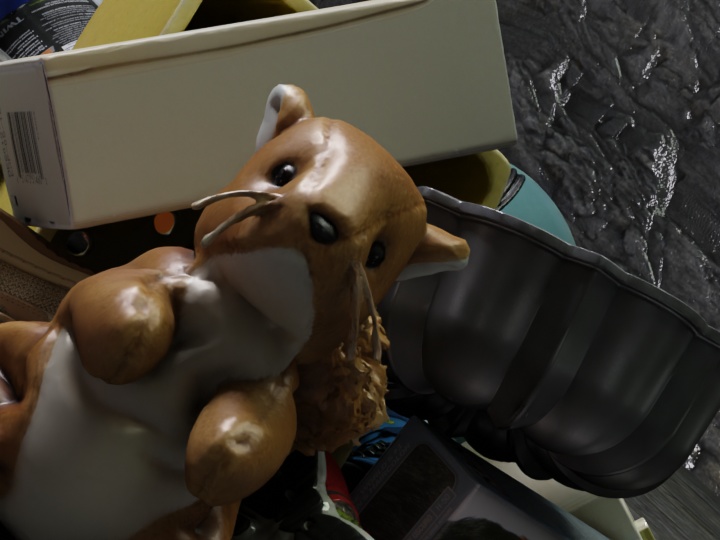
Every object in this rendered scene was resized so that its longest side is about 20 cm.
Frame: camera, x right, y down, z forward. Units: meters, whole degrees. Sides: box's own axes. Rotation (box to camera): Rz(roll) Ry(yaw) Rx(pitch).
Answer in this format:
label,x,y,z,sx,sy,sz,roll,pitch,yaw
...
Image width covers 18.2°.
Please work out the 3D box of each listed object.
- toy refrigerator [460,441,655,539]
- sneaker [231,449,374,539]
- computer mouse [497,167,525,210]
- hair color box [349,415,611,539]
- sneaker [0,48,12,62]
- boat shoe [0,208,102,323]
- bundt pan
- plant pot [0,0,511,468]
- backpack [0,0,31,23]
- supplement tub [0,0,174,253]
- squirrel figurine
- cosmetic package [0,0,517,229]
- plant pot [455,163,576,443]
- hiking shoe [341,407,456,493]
label,x,y,z,sx,sy,sz,roll,pitch,yaw
toy refrigerator,0.125,0.159,1.156,0.200,0.070,0.076,59,6,-40
sneaker,-0.022,0.127,0.912,0.085,0.077,0.200,58,1,-28
computer mouse,0.000,0.000,1.206,0.046,0.200,0.140,48,37,-10
hair color box,0.067,0.155,1.023,0.200,0.099,0.061,35,7,-40
sneaker,-0.246,-0.132,1.284,0.200,0.079,0.095,40,28,-6
boat shoe,-0.135,0.024,0.946,0.200,0.065,0.071,34,-8,-15
bundt pan,0.063,0.038,0.977,0.202,0.076,0.202,24,-11,5
plant pot,-0.088,-0.032,1.116,0.195,0.194,0.200,36,-10,-29
backpack,-0.295,-0.223,1.406,0.163,0.168,0.200,46,-25,29
supplement tub,-0.155,-0.082,1.371,0.122,0.123,0.200,35,7,-38
squirrel figurine,-0.052,0.024,0.826,0.141,0.187,0.200,39,5,5
cosmetic package,-0.047,-0.070,0.955,0.104,0.200,0.073,-173,-108,-66
plant pot,0.012,0.016,1.350,0.201,0.201,0.161,42,16,26
hiking shoe,0.012,0.110,1.153,0.087,0.074,0.200,37,6,-27
